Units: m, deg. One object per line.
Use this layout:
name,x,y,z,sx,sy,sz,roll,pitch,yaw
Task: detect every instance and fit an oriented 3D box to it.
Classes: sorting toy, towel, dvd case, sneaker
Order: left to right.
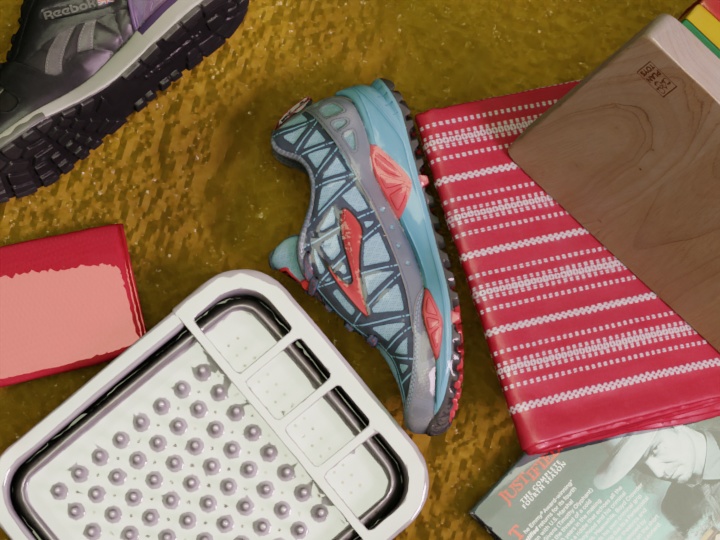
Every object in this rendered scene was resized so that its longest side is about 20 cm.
sneaker,-0.164,-0.118,1.624,0.200,0.076,0.088,-38,72,-11
sneaker,0.000,0.000,1.615,0.095,0.079,0.200,-14,75,0
towel,0.120,-0.005,1.611,0.145,0.022,0.200,-12,77,-25
dvd case,0.180,0.150,1.629,0.200,0.022,0.146,43,83,1
sorting toy,0.200,-0.045,1.529,0.199,0.200,0.070,43,67,-3

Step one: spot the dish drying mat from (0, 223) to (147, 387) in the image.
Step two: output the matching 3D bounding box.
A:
dish drying mat,-0.220,0.031,1.620,0.200,0.018,0.077,-13,83,-4

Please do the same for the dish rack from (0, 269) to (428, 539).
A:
dish rack,-0.083,0.117,1.605,0.200,0.044,0.172,-40,88,-7
